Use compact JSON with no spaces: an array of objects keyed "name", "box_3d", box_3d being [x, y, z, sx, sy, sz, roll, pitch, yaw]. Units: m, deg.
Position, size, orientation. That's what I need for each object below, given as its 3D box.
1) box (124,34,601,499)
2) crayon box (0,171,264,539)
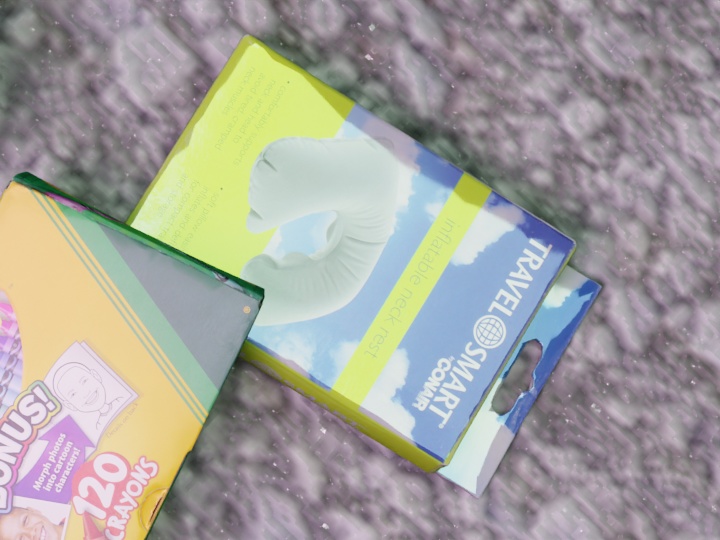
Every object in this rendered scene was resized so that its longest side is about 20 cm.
[{"name":"box","box_3d":[0.000,0.000,1.276,0.200,0.048,0.122,32,79,-2]},{"name":"crayon box","box_3d":[-0.136,0.072,1.217,0.119,0.058,0.200,26,93,-2]}]
